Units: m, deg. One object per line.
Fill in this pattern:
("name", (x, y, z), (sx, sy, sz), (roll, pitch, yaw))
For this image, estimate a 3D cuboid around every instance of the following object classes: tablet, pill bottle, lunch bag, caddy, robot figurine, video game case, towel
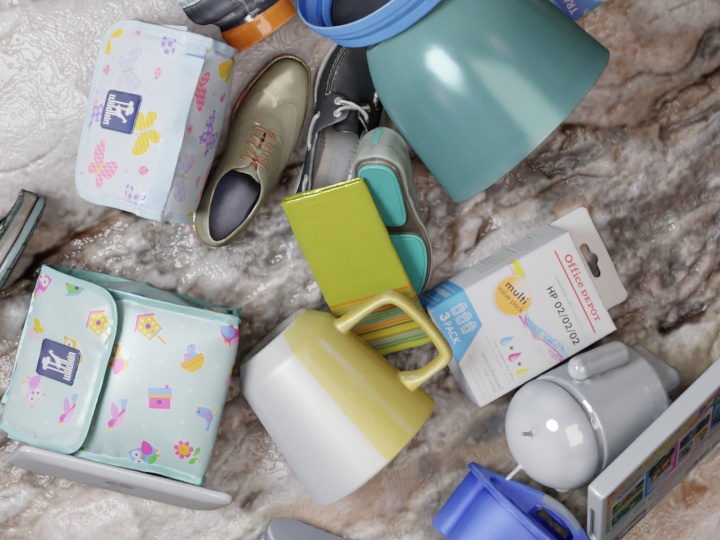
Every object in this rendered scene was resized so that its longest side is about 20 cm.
("tablet", (-0.227, 0.196, 1.637), (0.200, 0.130, 0.014), (15, 75, -14))
("pill bottle", (-0.141, -0.298, 1.598), (0.106, 0.106, 0.200), (-35, 104, -6))
("lunch bag", (-0.183, -0.135, 1.562), (0.127, 0.200, 0.170), (13, 95, -14))
("caddy", (0.167, 0.271, 1.729), (0.200, 0.141, 0.105), (42, 92, -15))
("robot figurine", (0.224, 0.143, 1.718), (0.200, 0.113, 0.170), (-24, 131, -31))
("video game case", (0.298, 0.184, 1.723), (0.200, 0.182, 0.024), (-41, 65, -14))
("lunch bag", (-0.223, 0.093, 1.628), (0.200, 0.122, 0.171), (14, 96, -7))
("towel", (0.000, 0.000, 1.667), (0.086, 0.018, 0.200), (-15, 123, 15))

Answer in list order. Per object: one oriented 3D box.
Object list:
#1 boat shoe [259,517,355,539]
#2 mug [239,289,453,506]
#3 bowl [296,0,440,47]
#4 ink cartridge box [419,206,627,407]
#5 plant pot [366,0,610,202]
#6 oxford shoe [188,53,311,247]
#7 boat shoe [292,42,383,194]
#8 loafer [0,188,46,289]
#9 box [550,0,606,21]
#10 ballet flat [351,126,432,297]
("boat shoe", (-0.017, 0.313, 1.738), (0.200, 0.071, 0.070), (23, 120, -18))
("mug", (-0.022, 0.107, 1.673), (0.187, 0.149, 0.153), (-44, 96, -17))
("bowl", (0.029, -0.287, 1.593), (0.201, 0.201, 0.039), (-50, 123, -2))
("ink cartridge box", (0.171, 0.033, 1.732), (0.200, 0.068, 0.115), (-30, 103, -7))
("plant pot", (0.103, -0.189, 1.624), (0.161, 0.201, 0.201), (44, 87, -10))
("oxford shoe", (-0.096, -0.109, 1.650), (0.071, 0.074, 0.200), (23, 92, -15))
("boat shoe", (-0.018, -0.132, 1.671), (0.074, 0.060, 0.200), (18, 94, -14))
("loafer", (-0.360, 0.008, 1.612), (0.063, 0.072, 0.200), (29, 93, -9))
("box", (0.234, -0.333, 1.706), (0.200, 0.048, 0.122), (-35, 103, -6))
("ballet flat", (0.035, -0.054, 1.676), (0.067, 0.064, 0.200), (1, 136, 13))
